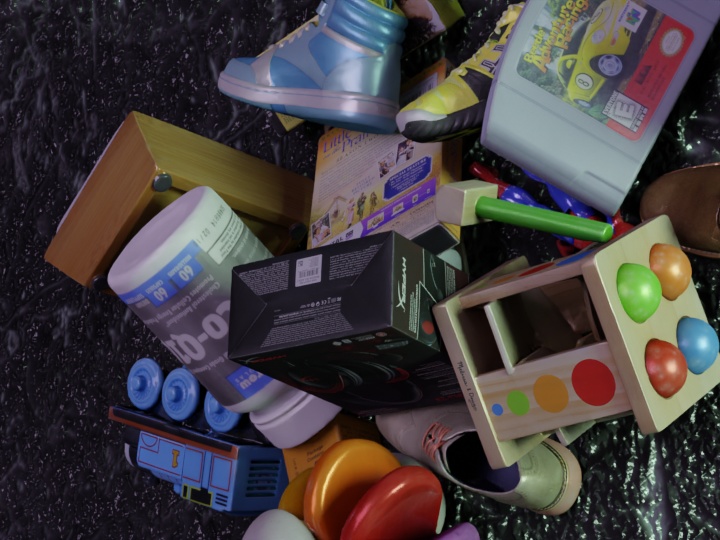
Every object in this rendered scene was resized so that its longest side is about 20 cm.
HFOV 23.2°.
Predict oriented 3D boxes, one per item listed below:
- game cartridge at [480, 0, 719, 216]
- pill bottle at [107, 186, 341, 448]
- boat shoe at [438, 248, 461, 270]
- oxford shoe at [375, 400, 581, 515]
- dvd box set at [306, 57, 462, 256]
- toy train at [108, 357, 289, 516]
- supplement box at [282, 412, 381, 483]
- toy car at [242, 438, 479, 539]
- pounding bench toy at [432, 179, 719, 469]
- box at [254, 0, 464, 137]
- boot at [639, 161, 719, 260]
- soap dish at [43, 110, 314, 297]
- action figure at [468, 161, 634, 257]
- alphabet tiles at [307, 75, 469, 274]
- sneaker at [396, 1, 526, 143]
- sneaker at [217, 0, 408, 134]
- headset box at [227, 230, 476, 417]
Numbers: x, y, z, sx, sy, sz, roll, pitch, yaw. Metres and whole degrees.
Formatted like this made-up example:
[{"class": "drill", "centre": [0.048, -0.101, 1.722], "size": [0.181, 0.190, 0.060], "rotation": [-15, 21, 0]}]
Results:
[{"class": "game cartridge", "centre": [0.176, -0.158, 1.293], "size": [0.132, 0.041, 0.201], "rotation": [28, 84, 3]}, {"class": "pill bottle", "centre": [-0.098, 0.041, 1.411], "size": [0.114, 0.200, 0.114], "rotation": [-38, 17, 14]}, {"class": "boat shoe", "centre": [0.000, 0.000, 1.451], "size": [0.199, 0.072, 0.063], "rotation": [-17, 70, 41]}, {"class": "oxford shoe", "centre": [0.076, 0.130, 1.352], "size": [0.199, 0.074, 0.071], "rotation": [16, 90, 44]}, {"class": "dvd box set", "centre": [0.019, -0.068, 1.421], "size": [0.146, 0.029, 0.201], "rotation": [-30, 36, 29]}, {"class": "toy train", "centre": [-0.141, 0.144, 1.542], "size": [0.199, 0.086, 0.115], "rotation": [10, 91, 43]}, {"class": "supplement box", "centre": [-0.005, 0.219, 1.408], "size": [0.066, 0.069, 0.202], "rotation": [-31, 61, 31]}, {"class": "toy car", "centre": [0.026, 0.213, 1.273], "size": [0.201, 0.174, 0.150], "rotation": [55, 140, 14]}, {"class": "pounding bench toy", "centre": [0.149, 0.013, 1.232], "size": [0.155, 0.124, 0.202], "rotation": [-19, 94, 37]}, {"class": "box", "centre": [-0.010, -0.197, 1.518], "size": [0.199, 0.050, 0.076], "rotation": [-31, 96, 34]}, {"class": "boot", "centre": [0.269, -0.045, 1.226], "size": [0.199, 0.075, 0.074], "rotation": [9, 86, 44]}, {"class": "soap dish", "centre": [-0.148, -0.034, 1.509], "size": [0.158, 0.199, 0.081], "rotation": [-54, 40, 20]}, {"class": "action figure", "centre": [0.163, -0.040, 1.338], "size": [0.200, 0.051, 0.066], "rotation": [48, 115, 40]}, {"class": "alphabet tiles", "centre": [0.015, -0.059, 1.506], "size": [0.166, 0.008, 0.202], "rotation": [-23, 63, 36]}, {"class": "sneaker", "centre": [0.113, -0.158, 1.342], "size": [0.199, 0.075, 0.077], "rotation": [-26, 91, -9]}, {"class": "sneaker", "centre": [-0.033, -0.190, 1.466], "size": [0.199, 0.079, 0.132], "rotation": [15, 93, 41]}, {"class": "headset box", "centre": [0.019, 0.048, 1.313], "size": [0.148, 0.200, 0.076], "rotation": [-12, 66, 32]}]
